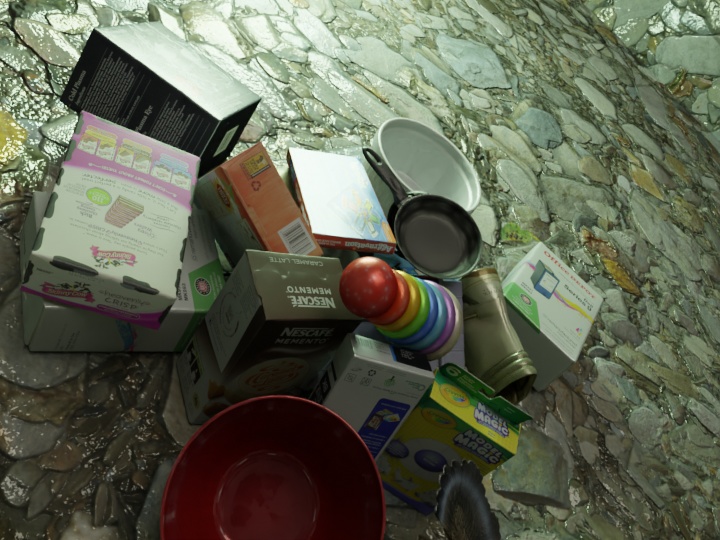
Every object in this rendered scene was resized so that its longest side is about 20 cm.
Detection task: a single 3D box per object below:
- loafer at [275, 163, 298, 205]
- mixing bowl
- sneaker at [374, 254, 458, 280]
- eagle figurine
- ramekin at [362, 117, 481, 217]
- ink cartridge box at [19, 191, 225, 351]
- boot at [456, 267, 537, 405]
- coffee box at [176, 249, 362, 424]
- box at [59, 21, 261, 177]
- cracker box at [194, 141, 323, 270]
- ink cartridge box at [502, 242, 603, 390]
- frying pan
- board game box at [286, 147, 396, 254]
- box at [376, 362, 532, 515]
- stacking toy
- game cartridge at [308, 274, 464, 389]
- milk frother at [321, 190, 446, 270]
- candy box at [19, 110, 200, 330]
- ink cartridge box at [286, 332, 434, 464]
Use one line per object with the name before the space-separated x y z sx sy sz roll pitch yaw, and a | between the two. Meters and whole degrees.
loafer | -0.105 -0.102 0.945 0.077 0.067 0.200 63 -4 -25
mixing bowl | -0.082 0.223 0.677 0.196 0.108 0.205 3 76 -11
sneaker | 0.085 0.017 1.052 0.198 0.079 0.091 30 44 -12
eagle figurine | 0.093 0.303 0.737 0.151 0.151 0.201 -37 87 -39
ramekin | 0.087 -0.136 1.170 0.197 0.105 0.203 21 43 -21
ink cartridge box | -0.255 0.006 0.785 0.197 0.088 0.147 4 52 -34
boot | 0.143 0.112 0.923 0.071 0.201 0.157 -7 61 -25
coffee box | -0.101 0.075 0.753 0.113 0.201 0.081 3 51 -35
box | -0.248 -0.222 0.941 0.181 0.105 0.201 34 21 -6
cracker box | -0.128 -0.060 0.832 0.057 0.199 0.136 -34 103 -21
ink cartridge box | 0.284 0.066 1.145 0.145 0.088 0.200 44 38 5
frying pan | 0.059 -0.057 0.863 0.188 0.031 0.116 30 57 0
board game box | -0.028 -0.089 0.885 0.101 0.020 0.201 5 36 -18
box | 0.087 0.188 0.799 0.116 0.201 0.049 33 39 -6
stacking toy | 0.035 0.032 0.717 0.200 0.085 0.086 33 27 -60
game cartridge | 0.034 0.068 0.832 0.196 0.038 0.133 3 85 -28
milk frother | 0.000 0.000 0.905 0.179 0.200 0.190 31 40 -16
candy box | -0.244 -0.053 0.731 0.134 0.061 0.203 20 44 -23
ink cartridge box | -0.013 0.160 0.758 0.098 0.202 0.039 18 28 -26
